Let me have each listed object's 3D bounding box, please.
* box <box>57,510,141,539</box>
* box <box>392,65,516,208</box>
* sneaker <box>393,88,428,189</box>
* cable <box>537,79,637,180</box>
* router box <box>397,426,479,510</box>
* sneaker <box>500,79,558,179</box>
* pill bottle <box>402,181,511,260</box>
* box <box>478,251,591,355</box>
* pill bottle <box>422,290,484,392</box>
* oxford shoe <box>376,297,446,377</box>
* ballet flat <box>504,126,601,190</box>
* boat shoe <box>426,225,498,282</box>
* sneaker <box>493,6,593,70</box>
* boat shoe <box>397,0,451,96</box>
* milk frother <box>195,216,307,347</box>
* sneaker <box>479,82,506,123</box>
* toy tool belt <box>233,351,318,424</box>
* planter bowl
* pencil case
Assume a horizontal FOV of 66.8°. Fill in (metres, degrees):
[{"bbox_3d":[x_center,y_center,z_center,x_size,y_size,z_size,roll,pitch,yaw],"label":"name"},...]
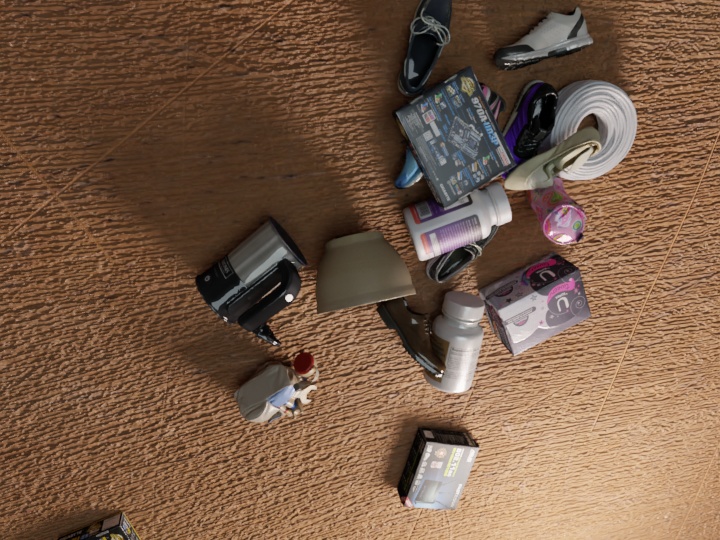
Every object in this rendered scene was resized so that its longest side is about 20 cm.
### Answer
[{"bbox_3d":[-0.582,0.671,1.261,0.158,0.049,0.202,-21,114,-7],"label":"box"},{"bbox_3d":[0.172,-0.241,1.000,0.158,0.046,0.202,-31,104,0],"label":"box"},{"bbox_3d":[0.106,-0.254,1.056,0.089,0.078,0.202,23,98,-6],"label":"sneaker"},{"bbox_3d":[0.462,-0.283,1.118,0.198,0.069,0.202,22,105,-20],"label":"cable"},{"bbox_3d":[0.192,0.496,1.363,0.148,0.062,0.203,10,108,-18],"label":"router box"},{"bbox_3d":[0.331,-0.268,1.074,0.069,0.100,0.203,9,112,-16],"label":"sneaker"},{"bbox_3d":[0.192,-0.104,1.089,0.197,0.112,0.113,-20,114,5],"label":"pill bottle"},{"bbox_3d":[0.387,0.071,1.214,0.198,0.115,0.133,-27,115,-2],"label":"box"},{"bbox_3d":[0.210,0.155,1.206,0.113,0.115,0.203,4,110,-14],"label":"pill bottle"},{"bbox_3d":[0.124,0.135,1.157,0.084,0.073,0.201,-39,83,8],"label":"oxford shoe"},{"bbox_3d":[0.375,-0.203,1.062,0.199,0.070,0.069,-34,116,24],"label":"ballet flat"},{"bbox_3d":[0.227,-0.045,1.155,0.072,0.071,0.200,40,97,-23],"label":"boat shoe"},{"bbox_3d":[0.340,-0.439,1.038,0.197,0.074,0.081,-19,100,-10],"label":"sneaker"},{"bbox_3d":[0.119,-0.416,0.982,0.074,0.062,0.202,23,95,-10],"label":"boat shoe"},{"bbox_3d":[-0.181,0.035,1.074,0.187,0.181,0.200,-37,157,4],"label":"milk frother"},{"bbox_3d":[0.231,-0.255,1.072,0.085,0.080,0.202,13,110,-22],"label":"sneaker"},{"bbox_3d":[-0.161,0.254,1.173,0.199,0.126,0.123,-33,146,5],"label":"toy tool belt"},{"bbox_3d":[0.000,0.000,1.070,0.197,0.200,0.137,-10,86,-9],"label":"planter bowl"},{"bbox_3d":[0.387,-0.127,1.090,0.086,0.201,0.089,2,118,4],"label":"pencil case"}]
